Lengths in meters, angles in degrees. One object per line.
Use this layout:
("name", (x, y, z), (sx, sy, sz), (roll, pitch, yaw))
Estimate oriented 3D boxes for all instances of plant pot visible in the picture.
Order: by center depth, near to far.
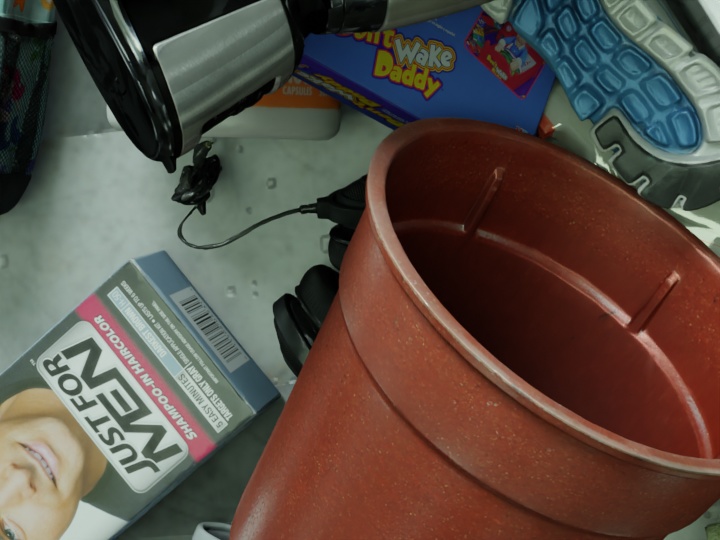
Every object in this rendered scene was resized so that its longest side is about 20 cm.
("plant pot", (0.048, 0.076, 0.686), (0.200, 0.201, 0.196), (35, 120, 5))

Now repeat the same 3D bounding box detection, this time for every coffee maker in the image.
("coffee maker", (-0.030, -0.161, 0.596), (0.198, 0.135, 0.193), (-24, 70, -14))

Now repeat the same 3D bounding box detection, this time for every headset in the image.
("headset", (0.000, 0.000, 0.796), (0.198, 0.094, 0.124), (25, 103, -9))

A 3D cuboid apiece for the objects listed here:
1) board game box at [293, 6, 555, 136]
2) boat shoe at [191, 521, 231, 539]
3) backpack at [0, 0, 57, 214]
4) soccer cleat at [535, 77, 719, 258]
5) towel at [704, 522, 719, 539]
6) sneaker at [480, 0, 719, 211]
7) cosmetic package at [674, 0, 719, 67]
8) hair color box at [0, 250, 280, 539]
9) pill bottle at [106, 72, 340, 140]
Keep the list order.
("board game box", (0.010, -0.144, 0.712), (0.199, 0.045, 0.136), (26, 83, -32))
("boat shoe", (0.005, 0.165, 0.805), (0.198, 0.072, 0.069), (8, 97, 18))
("backpack", (-0.240, -0.134, 0.784), (0.176, 0.151, 0.202), (12, 92, 10))
("soccer cleat", (0.153, -0.021, 0.765), (0.077, 0.069, 0.200), (-38, 78, -21))
("towel", (0.250, 0.191, 0.731), (0.197, 0.037, 0.150), (5, 69, -4))
("sneaker", (0.097, -0.117, 0.709), (0.075, 0.087, 0.201), (-31, 93, 12))
("cosmetic package", (0.224, -0.165, 0.683), (0.199, 0.165, 0.166), (-32, 90, 12))
("hair color box", (-0.149, 0.092, 0.825), (0.200, 0.061, 0.099), (-41, 88, 11))
("pill bottle", (-0.060, -0.164, 0.760), (0.113, 0.114, 0.203), (3, 96, 10))
